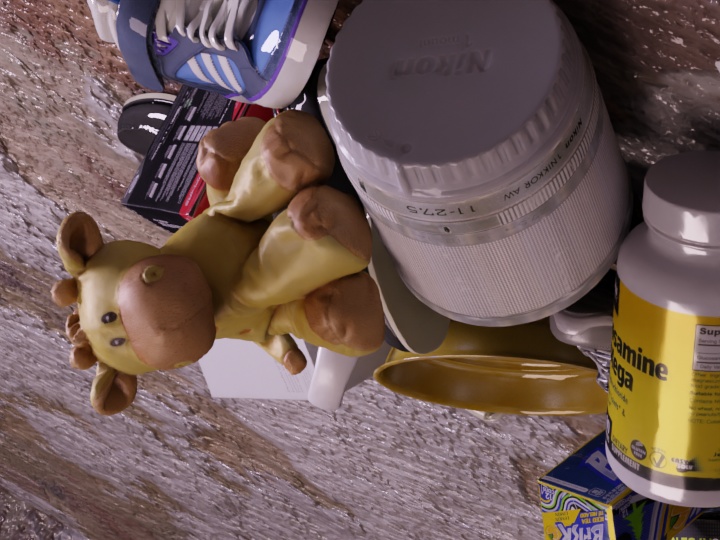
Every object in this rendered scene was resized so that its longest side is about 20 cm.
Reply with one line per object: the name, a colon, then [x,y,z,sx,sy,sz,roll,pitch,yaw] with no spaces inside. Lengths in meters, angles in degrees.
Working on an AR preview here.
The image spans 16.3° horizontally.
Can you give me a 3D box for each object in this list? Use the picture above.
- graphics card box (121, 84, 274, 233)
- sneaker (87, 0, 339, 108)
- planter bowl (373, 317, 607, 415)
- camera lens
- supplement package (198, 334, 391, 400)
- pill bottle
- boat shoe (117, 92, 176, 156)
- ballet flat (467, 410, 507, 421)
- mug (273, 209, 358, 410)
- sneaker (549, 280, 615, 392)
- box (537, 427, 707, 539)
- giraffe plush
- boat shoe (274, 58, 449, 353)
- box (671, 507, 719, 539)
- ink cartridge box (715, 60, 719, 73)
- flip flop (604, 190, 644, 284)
graphics card box: [-0.100,-0.086,1.762,0.051,0.126,0.200,29,174,-19]
sneaker: [-0.105,-0.161,1.540,0.146,0.081,0.200,23,171,-15]
planter bowl: [0.112,0.046,1.842,0.199,0.084,0.200,5,167,1]
camera lens: [0.074,-0.072,1.519,0.159,0.161,0.200,22,159,27]
supplement package: [-0.050,0.027,1.984,0.200,0.116,0.118,-4,111,60]
pill bottle: [0.210,0.035,1.543,0.112,0.112,0.201,20,123,32]
boat shoe: [-0.121,-0.087,1.954,0.200,0.063,0.074,20,161,36]
ballet flat: [0.104,0.084,2.027,0.069,0.070,0.200,26,161,15]
mug: [0.000,0.000,1.764,0.147,0.202,0.175,16,176,-2]
sneaker: [0.188,0.058,1.692,0.074,0.083,0.199,20,-177,37]
box: [0.213,0.137,1.772,0.070,0.200,0.065,15,124,41]
giraffe plush: [-0.103,0.006,1.551,0.200,0.161,0.174,-35,77,59]
boat shoe: [0.003,-0.041,1.645,0.063,0.074,0.203,-12,102,44]
box: [0.322,0.189,1.812,0.199,0.048,0.193,-3,175,-27]
ink cartridge box: [0.307,-0.055,1.396,0.162,0.050,0.200,10,144,49]
flip flop: [0.153,-0.036,1.668,0.081,0.058,0.200,35,178,-32]
